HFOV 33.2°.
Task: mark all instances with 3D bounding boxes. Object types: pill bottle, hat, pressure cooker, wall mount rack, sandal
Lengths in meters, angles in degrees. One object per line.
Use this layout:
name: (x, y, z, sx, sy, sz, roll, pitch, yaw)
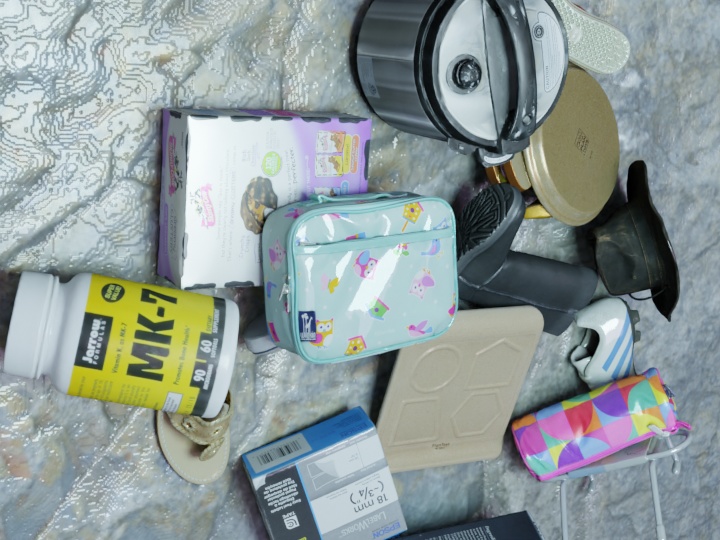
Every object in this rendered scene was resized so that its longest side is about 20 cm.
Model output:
pill bottle: (-0.221, 0.066, 1.115, 0.199, 0.114, 0.115, 11, 97, -14)
hat: (0.305, -0.027, 1.396, 0.081, 0.201, 0.201, -12, 111, 5)
pressure cooker: (0.107, -0.208, 1.202, 0.176, 0.200, 0.179, 36, 84, -31)
wall mount rack: (0.302, 0.258, 1.424, 0.075, 0.199, 0.174, 66, 28, -9)
sandal: (-0.162, 0.131, 1.211, 0.077, 0.070, 0.213, -14, 109, -26)

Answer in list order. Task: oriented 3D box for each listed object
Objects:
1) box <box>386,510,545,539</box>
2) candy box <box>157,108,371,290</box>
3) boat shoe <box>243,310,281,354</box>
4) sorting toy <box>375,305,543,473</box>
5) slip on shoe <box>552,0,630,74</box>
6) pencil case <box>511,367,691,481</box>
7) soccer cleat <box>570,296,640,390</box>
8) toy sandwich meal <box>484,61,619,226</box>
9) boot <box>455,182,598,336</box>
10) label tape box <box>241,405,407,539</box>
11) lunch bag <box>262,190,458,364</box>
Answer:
box: (0.107, 0.368, 1.370, 0.199, 0.105, 0.148, -6, 140, -27)
candy box: (-0.095, -0.073, 1.196, 0.199, 0.071, 0.168, -2, 104, -30)
boat shoe: (-0.029, 0.048, 1.270, 0.200, 0.071, 0.070, -31, 113, -27)
sorting toy: (0.104, 0.131, 1.364, 0.185, 0.036, 0.201, -3, 119, -29)
slip on shoe: (0.204, -0.279, 1.325, 0.199, 0.061, 0.074, 25, 103, -19)
pencil case: (0.280, 0.183, 1.422, 0.199, 0.088, 0.089, -22, 116, 10)
soccer cleat: (0.302, 0.128, 1.485, 0.086, 0.070, 0.201, -14, 109, -8)
toy sandwich meal: (0.217, -0.140, 1.357, 0.205, 0.070, 0.206, 4, 85, -47)
boot: (0.191, -0.009, 1.346, 0.199, 0.066, 0.165, 20, 134, -28)
label tape box: (-0.029, 0.269, 1.313, 0.144, 0.063, 0.201, -22, 112, -12)
lunch bag: (0.000, 0.000, 1.183, 0.199, 0.077, 0.161, -10, 108, -30)
